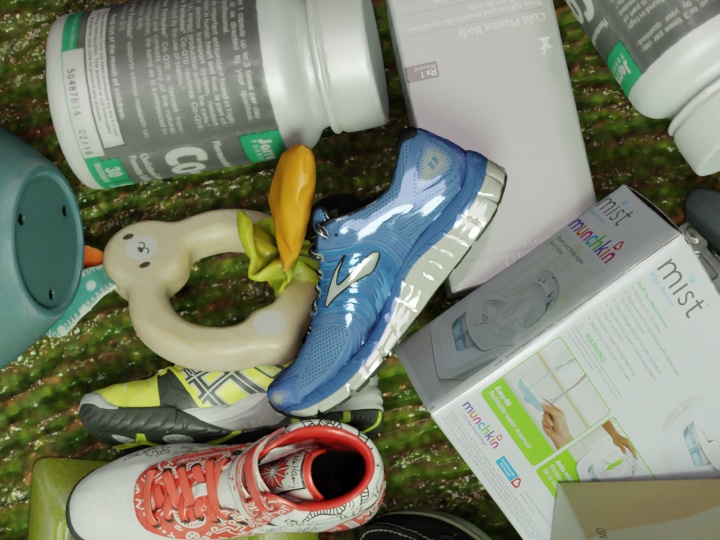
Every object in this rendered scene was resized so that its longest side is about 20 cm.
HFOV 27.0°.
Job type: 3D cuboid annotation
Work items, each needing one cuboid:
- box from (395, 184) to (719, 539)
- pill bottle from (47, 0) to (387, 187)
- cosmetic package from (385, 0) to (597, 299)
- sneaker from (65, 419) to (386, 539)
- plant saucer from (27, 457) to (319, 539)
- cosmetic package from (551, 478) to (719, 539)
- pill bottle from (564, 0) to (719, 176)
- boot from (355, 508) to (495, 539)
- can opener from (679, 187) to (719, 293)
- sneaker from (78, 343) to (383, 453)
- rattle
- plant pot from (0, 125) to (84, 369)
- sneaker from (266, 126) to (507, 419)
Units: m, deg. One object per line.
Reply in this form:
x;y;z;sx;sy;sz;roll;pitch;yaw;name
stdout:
0.151;0.085;0.899;0.176;0.097;0.200;-36;114;2;box
-0.088;-0.123;0.955;0.198;0.113;0.114;-10;86;7;pill bottle
0.085;-0.088;0.963;0.106;0.090;0.202;-14;83;1;cosmetic package
-0.083;0.128;0.910;0.200;0.108;0.068;-2;71;-4;sneaker
-0.131;0.231;0.982;0.198;0.048;0.202;3;87;5;plant saucer
0.212;0.168;0.832;0.198;0.105;0.072;-1;111;-8;cosmetic package
0.194;-0.168;0.932;0.113;0.113;0.201;-31;76;3;pill bottle
0.025;0.204;0.879;0.203;0.153;0.074;23;111;47;boot
0.257;0.032;0.923;0.053;0.067;0.200;-30;57;-7;can opener
-0.084;0.080;0.984;0.198;0.076;0.077;-4;66;2;sneaker
-0.125;-0.018;0.944;0.199;0.143;0.131;15;68;14;rattle
-0.249;-0.015;0.918;0.134;0.200;0.202;-2;86;17;plant pot
0.000;0.000;0.895;0.089;0.079;0.201;35;104;0;sneaker
